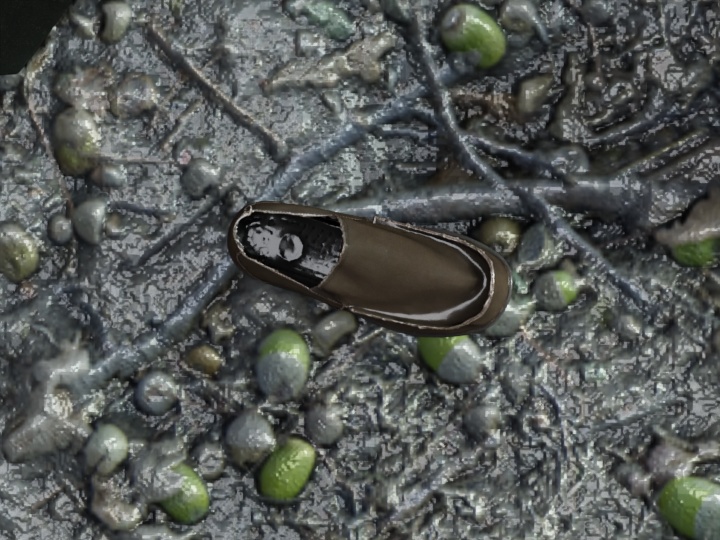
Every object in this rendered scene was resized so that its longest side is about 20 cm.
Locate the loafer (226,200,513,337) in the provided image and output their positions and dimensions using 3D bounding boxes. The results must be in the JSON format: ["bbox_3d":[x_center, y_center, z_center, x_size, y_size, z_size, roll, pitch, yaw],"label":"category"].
[{"bbox_3d":[0.000,0.000,1.119,0.199,0.071,0.074,10,90,12],"label":"loafer"}]

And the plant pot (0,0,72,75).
[{"bbox_3d":[-0.285,-0.234,1.135,0.199,0.199,0.178,22,104,11],"label":"plant pot"}]
